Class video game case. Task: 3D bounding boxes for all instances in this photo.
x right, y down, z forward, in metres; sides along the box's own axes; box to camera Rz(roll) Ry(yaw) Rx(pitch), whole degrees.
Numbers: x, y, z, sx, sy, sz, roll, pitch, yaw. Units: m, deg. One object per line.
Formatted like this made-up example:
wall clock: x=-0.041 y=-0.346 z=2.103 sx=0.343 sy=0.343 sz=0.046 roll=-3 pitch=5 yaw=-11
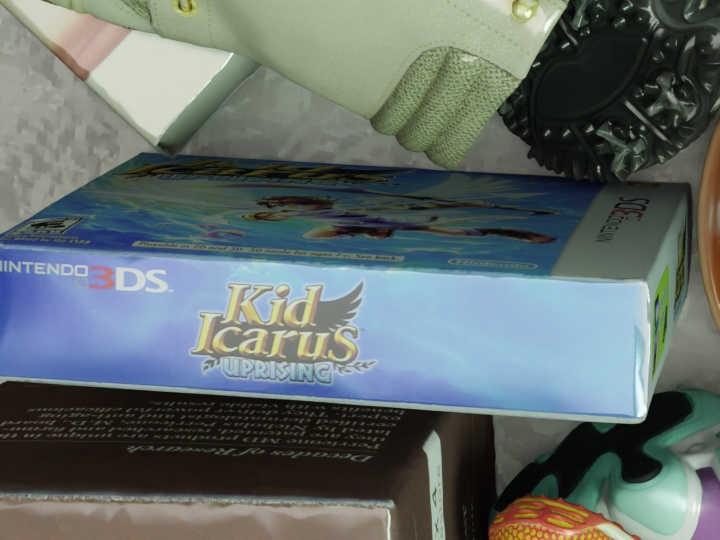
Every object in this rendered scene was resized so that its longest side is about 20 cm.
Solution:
video game case: x=0.000 y=0.000 z=0.828 sx=0.198 sy=0.181 sz=0.046 roll=4 pitch=100 yaw=10

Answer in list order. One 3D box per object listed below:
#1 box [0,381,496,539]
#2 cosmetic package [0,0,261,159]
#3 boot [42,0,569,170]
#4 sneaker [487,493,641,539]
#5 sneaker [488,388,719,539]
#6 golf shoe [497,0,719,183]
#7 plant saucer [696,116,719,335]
box: x=-0.048 y=0.123 z=0.852 sx=0.163 sy=0.200 sz=0.167 roll=1 pitch=102 yaw=10
cosmetic package: x=-0.103 y=-0.141 z=0.861 sx=0.200 sy=0.087 sz=0.103 roll=42 pitch=91 yaw=0
boot: x=-0.002 y=-0.125 z=0.739 sx=0.154 sy=0.072 sz=0.201 roll=25 pitch=135 yaw=0
sneaker: x=0.073 y=0.153 z=0.853 sx=0.073 sy=0.077 sz=0.201 roll=12 pitch=136 yaw=27
sneaker: x=0.146 y=0.106 z=0.860 sx=0.199 sy=0.078 sz=0.141 roll=-15 pitch=110 yaw=35
golf shoe: x=0.112 y=-0.098 z=0.832 sx=0.078 sy=0.094 sz=0.200 roll=49 pitch=141 yaw=-2
plant saucer: x=0.208 y=-0.011 z=0.842 sx=0.199 sy=0.032 sz=0.202 roll=9 pitch=115 yaw=19
